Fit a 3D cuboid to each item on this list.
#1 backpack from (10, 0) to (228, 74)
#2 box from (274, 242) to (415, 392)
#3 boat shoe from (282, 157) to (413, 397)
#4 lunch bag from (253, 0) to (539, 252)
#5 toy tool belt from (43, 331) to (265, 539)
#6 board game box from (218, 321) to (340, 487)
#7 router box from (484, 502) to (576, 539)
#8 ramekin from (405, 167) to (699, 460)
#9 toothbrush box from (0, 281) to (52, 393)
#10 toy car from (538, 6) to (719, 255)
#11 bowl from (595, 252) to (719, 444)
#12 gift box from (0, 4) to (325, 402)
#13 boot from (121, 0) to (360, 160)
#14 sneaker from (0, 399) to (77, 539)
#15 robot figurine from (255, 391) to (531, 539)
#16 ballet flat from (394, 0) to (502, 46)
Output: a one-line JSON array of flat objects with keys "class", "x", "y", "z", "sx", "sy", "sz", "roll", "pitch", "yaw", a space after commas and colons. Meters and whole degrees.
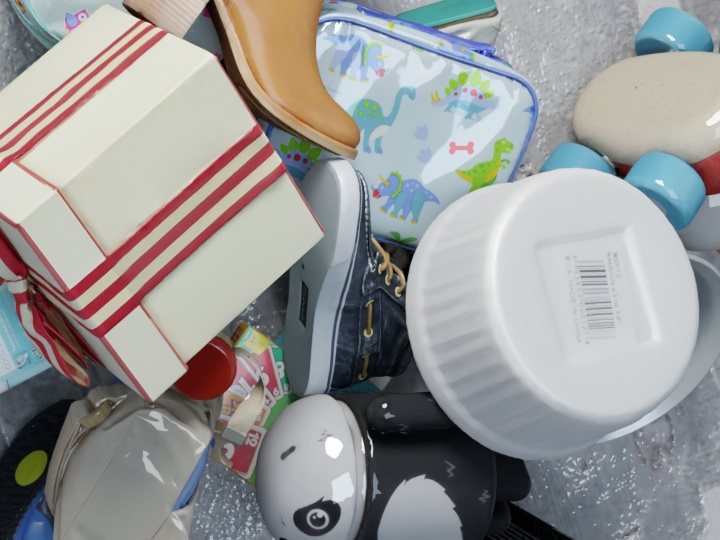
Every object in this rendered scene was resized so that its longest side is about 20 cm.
[{"class": "backpack", "x": -0.154, "y": -0.198, "z": 1.280, "sx": 0.199, "sy": 0.127, "sz": 0.168, "roll": 29, "pitch": 89, "yaw": -19}, {"class": "box", "x": -0.004, "y": 0.048, "z": 1.415, "sx": 0.082, "sy": 0.049, "sz": 0.201, "roll": 40, "pitch": 82, "yaw": -22}, {"class": "boat shoe", "x": 0.000, "y": 0.000, "z": 1.295, "sx": 0.090, "sy": 0.071, "sz": 0.201, "roll": -10, "pitch": 132, "yaw": -23}, {"class": "lunch bag", "x": 0.022, "y": -0.105, "z": 1.324, "sx": 0.198, "sy": 0.083, "sz": 0.162, "roll": 16, "pitch": 106, "yaw": -18}, {"class": "toy tool belt", "x": -0.142, "y": 0.110, "z": 1.263, "sx": 0.124, "sy": 0.123, "sz": 0.201, "roll": 26, "pitch": 107, "yaw": -9}, {"class": "board game box", "x": -0.040, "y": 0.135, "z": 1.373, "sx": 0.200, "sy": 0.030, "sz": 0.096, "roll": 38, "pitch": 83, "yaw": -24}, {"class": "router box", "x": 0.117, "y": 0.266, "z": 1.413, "sx": 0.051, "sy": 0.200, "sz": 0.150, "roll": 32, "pitch": 86, "yaw": -21}, {"class": "ramekin", "x": 0.140, "y": 0.026, "z": 1.261, "sx": 0.199, "sy": 0.098, "sz": 0.202, "roll": 7, "pitch": 73, "yaw": -25}, {"class": "toothbrush box", "x": -0.249, "y": -0.005, "z": 1.291, "sx": 0.199, "sy": 0.085, "sz": 0.147, "roll": -26, "pitch": 105, "yaw": -15}, {"class": "toy car", "x": 0.279, "y": -0.077, "z": 1.459, "sx": 0.185, "sy": 0.176, "sz": 0.200, "roll": -54, "pitch": 125, "yaw": -19}, {"class": "bowl", "x": 0.189, "y": 0.038, "z": 1.450, "sx": 0.199, "sy": 0.091, "sz": 0.202, "roll": -14, "pitch": 134, "yaw": -15}, {"class": "gift box", "x": -0.165, "y": -0.039, "z": 1.181, "sx": 0.187, "sy": 0.200, "sz": 0.185, "roll": -43, "pitch": 122, "yaw": -15}, {"class": "boot", "x": -0.044, "y": -0.184, "z": 1.221, "sx": 0.200, "sy": 0.077, "sz": 0.156, "roll": 38, "pitch": 86, "yaw": -12}, {"class": "sneaker", "x": -0.234, "y": 0.193, "z": 1.319, "sx": 0.078, "sy": 0.066, "sz": 0.201, "roll": 44, "pitch": 52, "yaw": -40}, {"class": "robot figurine", "x": 0.022, "y": 0.152, "z": 1.318, "sx": 0.198, "sy": 0.125, "sz": 0.152, "roll": 3, "pitch": 97, "yaw": -24}, {"class": "ballet flat", "x": 0.019, "y": -0.167, "z": 1.392, "sx": 0.198, "sy": 0.069, "sz": 0.070, "roll": -10, "pitch": 101, "yaw": -21}]
